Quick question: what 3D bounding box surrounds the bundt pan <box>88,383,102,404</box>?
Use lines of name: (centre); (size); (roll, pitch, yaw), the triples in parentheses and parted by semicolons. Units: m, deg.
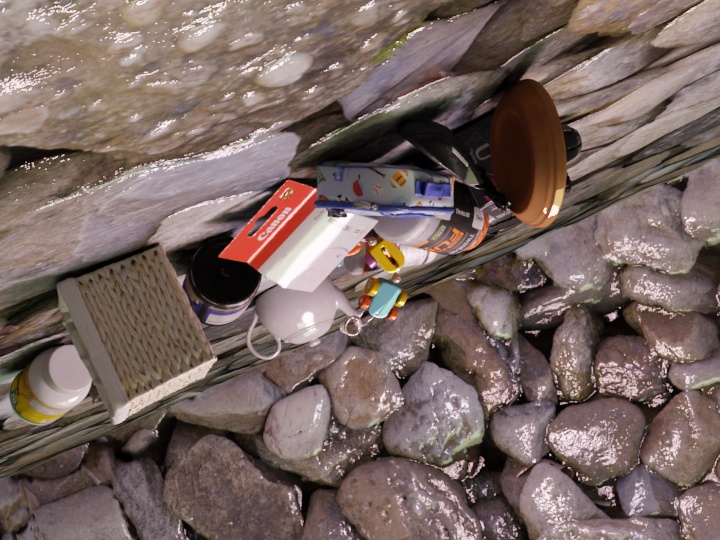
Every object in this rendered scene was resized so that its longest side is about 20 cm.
bundt pan: (-0.442, 0.163, 1.867); (0.201, 0.076, 0.202); (-37, 175, -4)

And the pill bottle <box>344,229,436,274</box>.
pill bottle: (0.069, -0.061, 1.704); (0.199, 0.112, 0.111); (-9, 168, -18)

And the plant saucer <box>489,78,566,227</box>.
plant saucer: (0.220, -0.156, 1.334); (0.037, 0.202, 0.200); (-8, 169, -12)

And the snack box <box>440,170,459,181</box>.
snack box: (0.102, -0.144, 1.684); (0.199, 0.024, 0.072); (-16, 171, -44)

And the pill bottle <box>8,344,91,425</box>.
pill bottle: (-0.551, 0.202, 1.775); (0.112, 0.113, 0.200); (-17, 170, -39)

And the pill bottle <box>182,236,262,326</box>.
pill bottle: (-0.223, 0.026, 1.555); (0.111, 0.113, 0.200); (-20, 172, -19)

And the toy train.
toy train: (0.000, 0.000, 1.613); (0.149, 0.201, 0.056); (-15, -151, -10)

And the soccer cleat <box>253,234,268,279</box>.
soccer cleat: (-0.091, -0.053, 1.537); (0.199, 0.078, 0.069); (-29, 170, 35)

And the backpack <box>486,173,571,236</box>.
backpack: (0.275, -0.143, 1.837); (0.200, 0.154, 0.163); (-47, 170, 10)

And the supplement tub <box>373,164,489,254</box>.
supplement tub: (0.114, -0.092, 1.567); (0.122, 0.123, 0.199); (-28, 156, 33)

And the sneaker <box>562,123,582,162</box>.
sneaker: (0.284, -0.205, 1.702); (0.199, 0.076, 0.079); (-15, -176, -12)

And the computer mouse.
computer mouse: (0.126, -0.163, 1.355); (0.046, 0.199, 0.141); (-52, -154, 10)

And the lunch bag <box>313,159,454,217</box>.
lunch bag: (0.038, -0.107, 1.339); (0.159, 0.076, 0.200); (7, -173, 28)

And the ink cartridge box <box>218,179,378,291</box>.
ink cartridge box: (-0.085, -0.045, 1.434); (0.163, 0.057, 0.200); (-46, 157, 20)

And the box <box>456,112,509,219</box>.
box: (0.218, -0.161, 1.539); (0.106, 0.123, 0.200); (-28, 171, 12)

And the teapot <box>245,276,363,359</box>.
teapot: (-0.133, 0.100, 2.187); (0.197, 0.147, 0.200); (-15, 169, -45)

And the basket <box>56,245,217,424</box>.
basket: (-0.327, 0.093, 1.425); (0.160, 0.201, 0.198); (-26, 174, -20)
